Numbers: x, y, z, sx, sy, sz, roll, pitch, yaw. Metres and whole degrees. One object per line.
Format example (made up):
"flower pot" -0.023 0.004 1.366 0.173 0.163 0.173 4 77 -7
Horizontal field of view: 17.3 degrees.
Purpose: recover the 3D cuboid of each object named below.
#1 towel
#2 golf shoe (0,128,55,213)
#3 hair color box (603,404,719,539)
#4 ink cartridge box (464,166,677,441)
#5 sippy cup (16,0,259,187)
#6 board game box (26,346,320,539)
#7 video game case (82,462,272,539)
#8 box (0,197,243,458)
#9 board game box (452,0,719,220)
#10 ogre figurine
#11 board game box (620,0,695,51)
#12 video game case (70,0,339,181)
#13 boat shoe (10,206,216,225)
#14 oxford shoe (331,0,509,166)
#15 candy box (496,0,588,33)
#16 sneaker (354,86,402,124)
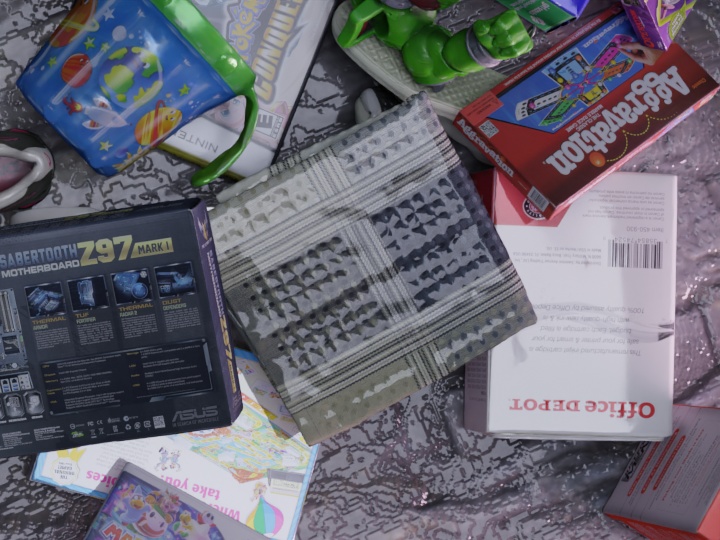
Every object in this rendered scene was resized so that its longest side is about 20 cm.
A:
"towel" 0.000 0.000 1.691 0.200 0.035 0.193 -28 100 -2
"golf shoe" -0.314 -0.057 1.674 0.200 0.088 0.077 -19 95 -11
"hair color box" 0.256 0.157 1.744 0.061 0.200 0.102 32 83 -11
"ink cartridge box" 0.156 0.026 1.783 0.147 0.083 0.200 3 88 -13
"sippy cup" -0.165 -0.141 1.668 0.130 0.140 0.178 -44 73 0
"board game box" -0.130 0.115 1.740 0.200 0.034 0.135 17 85 -12
"video game case" -0.145 0.249 1.646 0.143 0.018 0.200 29 59 -3
"box" -0.194 0.042 1.656 0.200 0.051 0.158 -9 101 8
"board game box" 0.171 -0.124 1.768 0.103 0.019 0.200 46 55 11
"ogre figurine" 0.033 -0.212 1.699 0.200 0.120 0.098 35 54 -4
"board game box" 0.249 -0.279 1.785 0.200 0.032 0.120 -58 138 -21
"video game case" -0.118 -0.185 1.753 0.181 0.026 0.200 23 84 -12
"boat shoe" -0.153 -0.012 1.712 0.200 0.074 0.060 -1 77 -10
"oxford shoe" 0.062 -0.135 1.777 0.200 0.058 0.075 30 58 -8
"candy box" 0.111 -0.304 1.782 0.200 0.077 0.169 31 81 -10
"sneaker" 0.021 -0.038 1.761 0.081 0.075 0.200 -20 77 30
